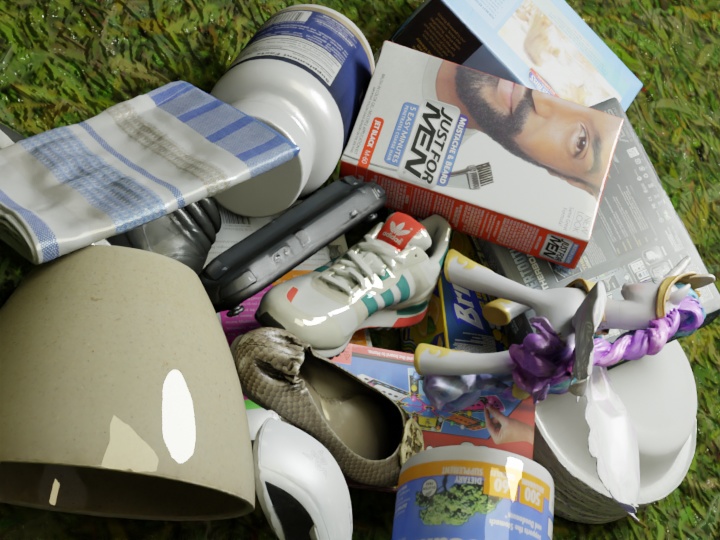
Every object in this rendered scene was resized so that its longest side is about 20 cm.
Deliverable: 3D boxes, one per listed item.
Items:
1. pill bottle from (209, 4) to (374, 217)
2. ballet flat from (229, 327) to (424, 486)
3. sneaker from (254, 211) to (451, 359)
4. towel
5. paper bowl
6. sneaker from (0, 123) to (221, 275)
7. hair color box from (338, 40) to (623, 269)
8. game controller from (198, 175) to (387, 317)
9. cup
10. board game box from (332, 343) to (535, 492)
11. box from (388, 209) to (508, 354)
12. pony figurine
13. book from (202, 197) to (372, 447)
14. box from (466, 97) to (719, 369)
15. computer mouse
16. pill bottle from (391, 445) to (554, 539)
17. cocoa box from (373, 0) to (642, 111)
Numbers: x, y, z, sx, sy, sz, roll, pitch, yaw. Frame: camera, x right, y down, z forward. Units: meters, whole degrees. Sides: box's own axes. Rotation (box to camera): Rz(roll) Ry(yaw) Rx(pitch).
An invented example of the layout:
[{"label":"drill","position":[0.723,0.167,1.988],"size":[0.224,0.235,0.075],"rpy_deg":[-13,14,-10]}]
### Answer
[{"label":"pill bottle","position":[-0.059,-0.122,1.076],"size":[0.111,0.111,0.201],"rpy_deg":[40,31,-10]},{"label":"ballet flat","position":[-0.011,0.094,0.951],"size":[0.200,0.046,0.068],"rpy_deg":[39,47,-39]},{"label":"sneaker","position":[0.001,0.000,1.014],"size":[0.070,0.094,0.199],"rpy_deg":[38,27,24]},{"label":"towel","position":[-0.158,-0.070,0.906],"size":[0.198,0.024,0.146],"rpy_deg":[-25,36,-29]},{"label":"paper bowl","position":[0.206,0.104,1.182],"size":[0.199,0.104,0.203],"rpy_deg":[17,56,-26]},{"label":"sneaker","position":[-0.185,-0.060,1.005],"size":[0.200,0.070,0.100],"rpy_deg":[42,65,-18]},{"label":"hair color box","position":[0.093,-0.090,1.081],"size":[0.197,0.064,0.112],"rpy_deg":[18,70,3]},{"label":"game controller","position":[-0.064,-0.012,0.998],"size":[0.200,0.104,0.042],"rpy_deg":[-36,95,-47]},{"label":"cup","position":[-0.158,0.068,0.863],"size":[0.198,0.200,0.145],"rpy_deg":[14,70,-29]},{"label":"board game box","position":[0.044,0.117,1.044],"size":[0.198,0.019,0.105],"rpy_deg":[11,78,-25]},{"label":"box","position":[0.073,0.018,1.155],"size":[0.064,0.070,0.203],"rpy_deg":[11,60,-28]},{"label":"pony figurine","position":[0.144,0.057,0.984],"size":[0.194,0.197,0.168],"rpy_deg":[-68,149,-44]},{"label":"book","position":[-0.061,0.038,1.069],"size":[0.132,0.048,0.202],"rpy_deg":[3,63,-32]},{"label":"box","position":[0.178,-0.022,1.122],"size":[0.156,0.051,0.202],"rpy_deg":[-22,73,-12]},{"label":"computer mouse","position":[-0.019,0.181,0.928],"size":[0.110,0.043,0.202],"rpy_deg":[-79,152,-52]},{"label":"pill bottle","position":[0.071,0.230,0.929],"size":[0.111,0.112,0.202],"rpy_deg":[21,59,-24]},{"label":"cocoa box","position":[0.130,-0.175,1.260],"size":[0.200,0.131,0.134],"rpy_deg":[45,49,-6]}]
